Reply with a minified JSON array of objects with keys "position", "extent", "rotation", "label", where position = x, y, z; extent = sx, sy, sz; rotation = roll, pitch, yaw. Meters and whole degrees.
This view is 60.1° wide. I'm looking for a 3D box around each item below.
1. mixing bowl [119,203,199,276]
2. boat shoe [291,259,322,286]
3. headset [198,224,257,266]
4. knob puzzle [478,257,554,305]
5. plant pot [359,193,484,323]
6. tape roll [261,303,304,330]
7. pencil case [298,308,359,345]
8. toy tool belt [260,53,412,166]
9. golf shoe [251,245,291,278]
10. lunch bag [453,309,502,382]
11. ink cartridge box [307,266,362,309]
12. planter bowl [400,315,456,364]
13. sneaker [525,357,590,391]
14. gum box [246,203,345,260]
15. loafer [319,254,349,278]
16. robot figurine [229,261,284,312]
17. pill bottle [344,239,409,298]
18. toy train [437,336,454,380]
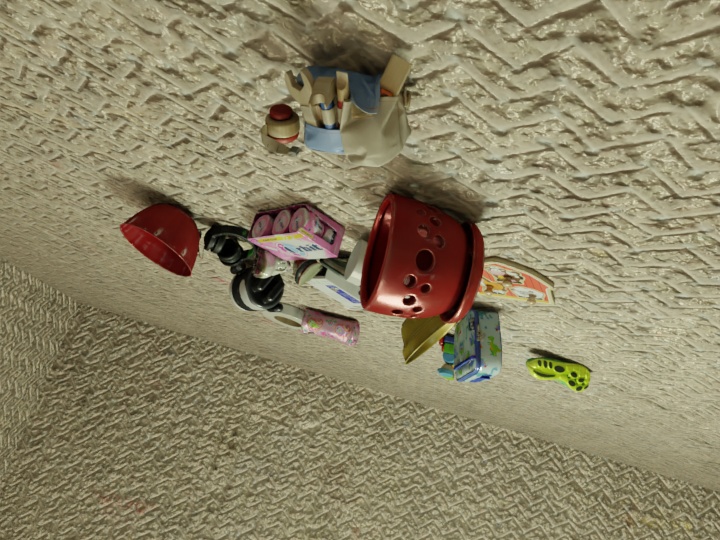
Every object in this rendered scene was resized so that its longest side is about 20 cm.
[{"position":[-0.462,-0.088,1.496],"extent":[0.197,0.109,0.201],"rotation":[26,156,12],"label":"mixing bowl"},{"position":[-0.130,-0.011,1.439],"extent":[0.063,0.071,0.200],"rotation":[47,-177,-1],"label":"boat shoe"},{"position":[-0.344,-0.074,1.556],"extent":[0.196,0.096,0.124],"rotation":[-11,146,27],"label":"headset"},{"position":[0.295,0.029,1.272],"extent":[0.215,0.031,0.220],"rotation":[17,162,6],"label":"knob puzzle"},{"position":[0.107,-0.014,1.065],"extent":[0.179,0.205,0.201],"rotation":[12,163,-8],"label":"plant pot"},{"position":[-0.247,0.162,2.172],"extent":[0.199,0.038,0.203],"rotation":[16,163,5],"label":"tape roll"},{"position":[-0.100,0.186,2.024],"extent":[0.196,0.089,0.088],"rotation":[13,162,13],"label":"pencil case"},{"position":[-0.032,-0.215,0.775],"extent":[0.196,0.126,0.125],"rotation":[10,130,14],"label":"toy tool belt"},{"position":[-0.202,-0.027,1.447],"extent":[0.090,0.074,0.200],"rotation":[17,-166,-9],"label":"golf shoe"},{"position":[0.286,0.192,1.535],"extent":[0.081,0.164,0.200],"rotation":[2,163,-6],"label":"lunch bag"},{"position":[-0.056,0.048,1.652],"extent":[0.098,0.040,0.199],"rotation":[-1,153,44],"label":"ink cartridge box"},{"position":[0.162,0.141,1.567],"extent":[0.084,0.199,0.201],"rotation":[49,168,14],"label":"planter bowl"},{"position":[0.547,0.275,1.717],"extent":[0.196,0.075,0.084],"rotation":[19,-173,-12],"label":"sneaker"},{"position":[-0.134,-0.077,1.310],"extent":[0.113,0.067,0.198],"rotation":[30,158,-37],"label":"gum box"},{"position":[0.000,0.000,1.441],"extent":[0.198,0.064,0.072],"rotation":[29,-169,12],"label":"loafer"},{"position":[-0.290,0.049,1.745],"extent":[0.123,0.154,0.199],"rotation":[-6,177,-34],"label":"robot figurine"},{"position":[0.072,0.014,1.312],"extent":[0.197,0.112,0.109],"rotation":[23,162,-13],"label":"pill bottle"},{"position":[0.277,0.278,1.878],"extent":[0.083,0.118,0.200],"rotation":[12,161,18],"label":"toy train"}]
